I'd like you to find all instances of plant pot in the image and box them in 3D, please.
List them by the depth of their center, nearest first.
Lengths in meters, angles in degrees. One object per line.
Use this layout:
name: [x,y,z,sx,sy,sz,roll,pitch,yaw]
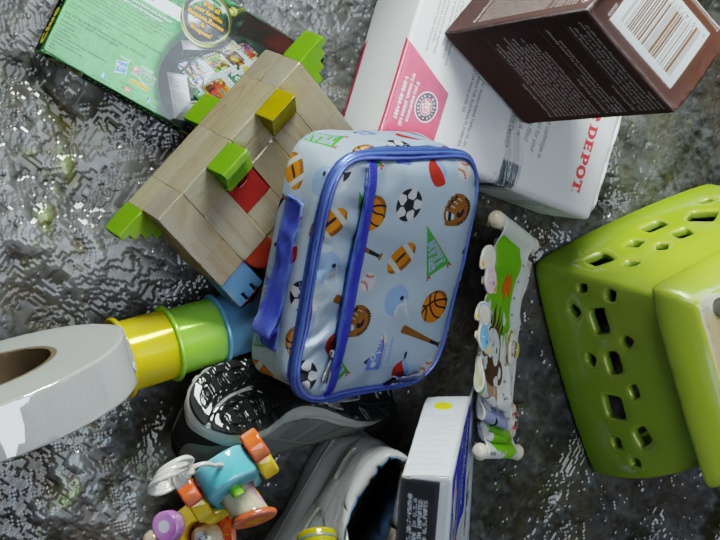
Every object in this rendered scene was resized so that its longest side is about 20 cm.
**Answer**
plant pot: [0.288,0.056,1.364,0.198,0.181,0.202,-24,105,-23]

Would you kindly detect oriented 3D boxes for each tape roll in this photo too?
tape roll: [-0.245,0.085,1.097,0.201,0.202,0.037,-21,103,-23]

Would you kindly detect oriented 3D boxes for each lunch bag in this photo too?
lunch bag: [0.000,0.000,1.205,0.159,0.075,0.202,-5,113,-42]

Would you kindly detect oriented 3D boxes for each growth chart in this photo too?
growth chart: [0.112,0.056,1.323,0.145,0.018,0.203,1,94,-70]

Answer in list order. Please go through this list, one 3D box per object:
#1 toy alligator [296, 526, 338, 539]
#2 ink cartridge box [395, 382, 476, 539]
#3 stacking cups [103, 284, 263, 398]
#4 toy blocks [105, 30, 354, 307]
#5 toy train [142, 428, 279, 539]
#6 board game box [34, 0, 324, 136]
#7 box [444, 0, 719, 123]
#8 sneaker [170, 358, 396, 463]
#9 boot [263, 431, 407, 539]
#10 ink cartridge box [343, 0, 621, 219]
toy alligator: [-0.067,0.237,1.222,0.054,0.198,0.060,48,27,-54]
ink cartridge box: [0.055,0.205,1.261,0.046,0.200,0.200,4,107,6]
stacking cups: [-0.093,0.038,1.252,0.198,0.060,0.061,-18,102,-29]
toy blocks: [-0.068,-0.055,1.219,0.200,0.100,0.137,-48,126,-11]
toy train: [-0.131,0.190,1.183,0.149,0.200,0.056,-21,70,-45]
board game box: [-0.129,-0.159,1.231,0.199,0.023,0.106,29,84,-26]
box: [0.155,-0.164,1.176,0.100,0.199,0.075,44,73,-21]
sneaker: [-0.059,0.103,1.267,0.199,0.079,0.074,-5,59,-39]
boot: [-0.028,0.218,1.269,0.073,0.095,0.202,25,83,-25]
ink cartridge box: [0.101,-0.140,1.310,0.198,0.084,0.146,19,86,-25]
